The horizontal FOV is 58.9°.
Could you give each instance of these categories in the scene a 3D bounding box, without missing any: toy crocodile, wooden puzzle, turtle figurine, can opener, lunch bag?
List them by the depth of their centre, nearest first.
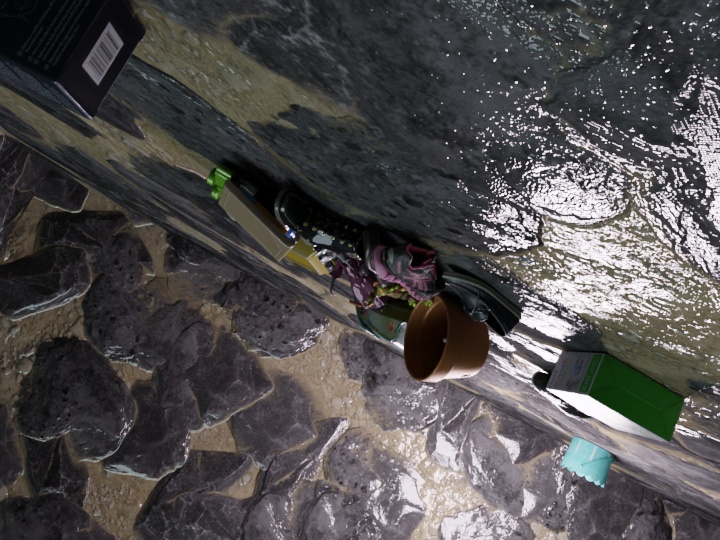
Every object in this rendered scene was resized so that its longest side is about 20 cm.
[{"bbox_3d":[-0.217,-0.104,1.337,0.185,0.037,0.200,45,165,-7],"label":"wooden puzzle"},{"bbox_3d":[-0.296,-0.191,1.421,0.067,0.062,0.200,28,165,0],"label":"toy crocodile"},{"bbox_3d":[0.081,0.047,1.436,0.198,0.066,0.160,-21,156,41],"label":"turtle figurine"},{"bbox_3d":[-0.075,-0.034,1.642,0.067,0.052,0.200,61,-179,23],"label":"can opener"},{"bbox_3d":[0.077,0.147,1.887,0.199,0.123,0.170,31,176,33],"label":"lunch bag"}]

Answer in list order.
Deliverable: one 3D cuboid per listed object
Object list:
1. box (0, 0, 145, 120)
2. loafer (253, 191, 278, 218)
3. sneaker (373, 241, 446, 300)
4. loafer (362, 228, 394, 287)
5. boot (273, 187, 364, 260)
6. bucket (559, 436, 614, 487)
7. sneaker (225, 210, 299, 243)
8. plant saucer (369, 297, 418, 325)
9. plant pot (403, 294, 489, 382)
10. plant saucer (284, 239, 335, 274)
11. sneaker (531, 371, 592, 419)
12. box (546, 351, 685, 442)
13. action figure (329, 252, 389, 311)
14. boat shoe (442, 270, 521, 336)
[{"bbox_3d":[-0.416,-0.320,0.834,0.197,0.150,0.107,27,170,6],"label":"box"},{"bbox_3d":[-0.204,-0.131,1.417,0.070,0.069,0.199,42,161,-28],"label":"loafer"},{"bbox_3d":[0.115,-0.004,1.205,0.094,0.080,0.198,-24,150,34],"label":"sneaker"},{"bbox_3d":[0.052,-0.030,1.281,0.070,0.074,0.200,-10,158,11],"label":"loafer"},{"bbox_3d":[-0.071,-0.091,1.274,0.152,0.075,0.204,18,166,27],"label":"boot"},{"bbox_3d":[0.955,0.801,2.680,0.205,0.136,0.207,27,171,5],"label":"bucket"},{"bbox_3d":[-0.234,-0.114,1.550,0.197,0.078,0.112,16,156,25],"label":"sneaker"},{"bbox_3d":[0.098,0.091,1.644,0.196,0.032,0.200,16,-170,-3],"label":"plant saucer"},{"bbox_3d":[0.207,0.165,1.484,0.138,0.204,0.199,14,176,-22],"label":"plant pot"},{"bbox_3d":[-0.175,-0.055,1.770,0.197,0.049,0.200,25,170,17],"label":"plant saucer"},{"bbox_3d":[0.550,0.338,1.684,0.198,0.071,0.099,33,174,-3],"label":"sneaker"},{"bbox_3d":[0.516,0.256,1.310,0.198,0.098,0.176,29,170,-6],"label":"box"},{"bbox_3d":[0.000,0.000,1.523,0.132,0.150,0.201,-12,126,33],"label":"action figure"},{"bbox_3d":[0.232,0.065,1.236,0.199,0.063,0.074,35,170,-25],"label":"boat shoe"}]
